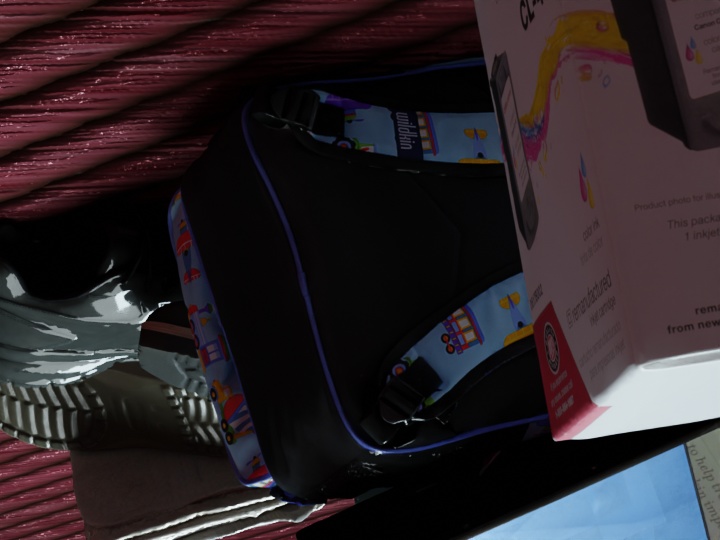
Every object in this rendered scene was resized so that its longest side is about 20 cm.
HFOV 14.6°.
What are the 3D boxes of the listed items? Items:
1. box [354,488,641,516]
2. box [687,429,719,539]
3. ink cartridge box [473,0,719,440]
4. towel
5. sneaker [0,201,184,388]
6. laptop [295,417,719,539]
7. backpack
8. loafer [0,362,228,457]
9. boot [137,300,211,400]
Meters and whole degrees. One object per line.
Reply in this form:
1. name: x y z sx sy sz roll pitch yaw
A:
1. box: 0.067 0.056 1.427 0.038 0.138 0.199 -2 178 -38
2. box: 0.223 0.069 1.574 0.199 0.200 0.131 -30 173 -17
3. ink cartridge box: 0.102 -0.052 1.013 0.085 0.201 0.148 -10 168 -9
4. towel: -0.094 0.082 1.523 0.132 0.200 0.035 -15 125 -1
5. sneaker: -0.096 0.008 1.370 0.198 0.076 0.091 -7 145 -11
6. laptop: 0.079 0.135 1.262 0.186 0.117 0.200 -24 -173 -4
7. backpack: 0.036 0.001 1.242 0.199 0.184 0.135 -11 163 -31
8. loafer: -0.127 0.052 1.487 0.199 0.068 0.076 10 132 17
9. boot: 0.000 0.000 1.345 0.198 0.139 0.077 9 165 -5
